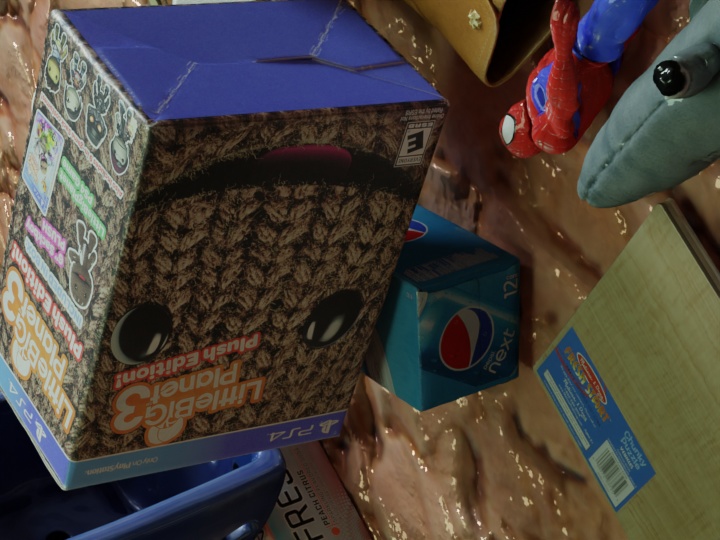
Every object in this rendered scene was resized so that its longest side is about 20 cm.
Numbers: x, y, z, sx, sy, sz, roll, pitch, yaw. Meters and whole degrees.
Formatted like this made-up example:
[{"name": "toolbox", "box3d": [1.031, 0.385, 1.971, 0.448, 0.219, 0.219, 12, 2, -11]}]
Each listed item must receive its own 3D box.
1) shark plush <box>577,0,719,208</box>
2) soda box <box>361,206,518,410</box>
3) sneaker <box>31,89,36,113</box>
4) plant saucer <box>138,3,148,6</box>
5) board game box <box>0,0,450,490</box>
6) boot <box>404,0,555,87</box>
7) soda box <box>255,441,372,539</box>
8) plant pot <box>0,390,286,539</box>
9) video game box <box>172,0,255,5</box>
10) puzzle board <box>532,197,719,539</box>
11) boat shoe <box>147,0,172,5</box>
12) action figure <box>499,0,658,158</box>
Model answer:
[{"name": "shark plush", "box3d": [0.139, -0.070, 0.661, 0.200, 0.083, 0.092, 146, 102, -75]}, {"name": "soda box", "box3d": [0.000, 0.000, 0.977, 0.200, 0.064, 0.068, 31, 130, 51]}, {"name": "sneaker", "box3d": [-0.189, -0.055, 1.279, 0.083, 0.080, 0.202, 21, 123, 61]}, {"name": "plant saucer", "box3d": [-0.102, -0.071, 1.159, 0.200, 0.036, 0.202, 35, 132, 49]}, {"name": "board game box", "box3d": [-0.072, -0.015, 0.860, 0.097, 0.158, 0.201, 49, 134, 39]}, {"name": "boot", "box3d": [0.027, -0.141, 0.867, 0.145, 0.070, 0.201, 63, 145, 20]}, {"name": "soda box", "box3d": [-0.050, 0.150, 1.156, 0.201, 0.063, 0.069, 60, 148, 23]}, {"name": "plant pot", "box3d": [-0.179, 0.132, 1.112, 0.200, 0.199, 0.181, 53, 152, 32]}, {"name": "video game box", "box3d": [-0.061, -0.236, 0.912, 0.183, 0.046, 0.201, -94, 12, -49]}, {"name": "puzzle board", "box3d": [0.157, 0.089, 0.818, 0.201, 0.017, 0.151, 62, 150, 21]}, {"name": "boat shoe", "box3d": [-0.067, -0.133, 1.030, 0.200, 0.071, 0.068, 49, 143, 35]}, {"name": "action figure", "box3d": [0.104, -0.107, 0.760, 0.051, 0.066, 0.200, 33, 142, 2]}]
